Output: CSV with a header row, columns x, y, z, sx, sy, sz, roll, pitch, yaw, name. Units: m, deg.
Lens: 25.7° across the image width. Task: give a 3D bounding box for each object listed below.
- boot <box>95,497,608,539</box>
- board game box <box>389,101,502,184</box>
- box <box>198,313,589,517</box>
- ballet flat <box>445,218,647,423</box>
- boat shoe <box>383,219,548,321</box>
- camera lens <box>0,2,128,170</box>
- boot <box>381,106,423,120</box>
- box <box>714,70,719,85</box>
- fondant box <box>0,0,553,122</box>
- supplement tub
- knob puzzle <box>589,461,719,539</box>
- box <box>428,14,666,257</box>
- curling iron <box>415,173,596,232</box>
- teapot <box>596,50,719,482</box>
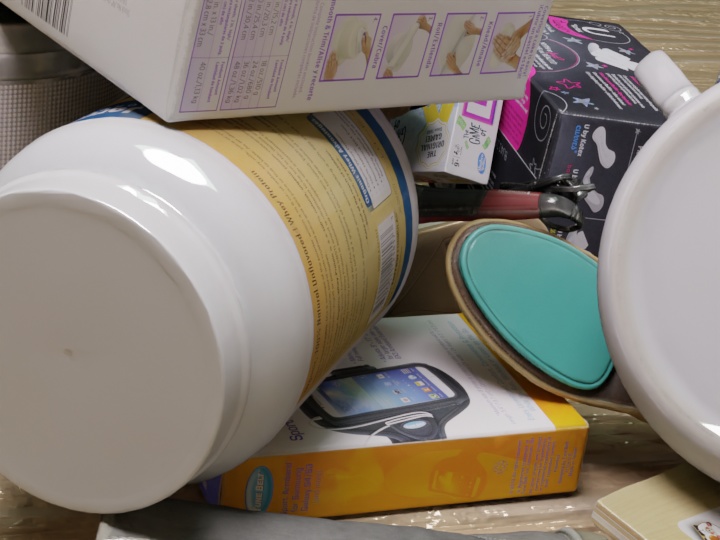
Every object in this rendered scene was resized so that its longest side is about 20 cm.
x,y,z,sx,sy,sz,roll,pitch,yaw,name
0.002,0.131,0.555,0.198,0.073,0.182,11,9,-10,boot
0.015,-0.123,0.970,0.034,0.136,0.199,13,-4,-36,board game box
-0.008,0.066,0.738,0.198,0.042,0.119,-4,27,-19,box
0.120,0.041,0.756,0.199,0.069,0.063,29,-14,-10,ballet flat
0.000,0.000,0.833,0.198,0.073,0.065,-12,16,-3,boat shoe
-0.190,-0.053,0.746,0.158,0.202,0.160,7,24,-3,camera lens
-0.014,-0.119,0.926,0.073,0.076,0.200,-28,12,-21,boot
0.311,-0.075,1.029,0.136,0.038,0.200,21,-5,25,box
-0.036,-0.120,0.664,0.199,0.059,0.144,-10,35,-42,fondant box
-0.069,-0.002,0.639,0.143,0.146,0.200,14,23,15,supplement tub
0.212,0.137,0.652,0.218,0.031,0.220,16,24,-7,knob puzzle
0.127,-0.064,0.952,0.114,0.133,0.200,5,24,-14,box
0.019,-0.029,0.773,0.198,0.026,0.050,-2,-9,20,curling iron
0.199,0.007,0.683,0.196,0.202,0.146,8,-5,22,teapot
